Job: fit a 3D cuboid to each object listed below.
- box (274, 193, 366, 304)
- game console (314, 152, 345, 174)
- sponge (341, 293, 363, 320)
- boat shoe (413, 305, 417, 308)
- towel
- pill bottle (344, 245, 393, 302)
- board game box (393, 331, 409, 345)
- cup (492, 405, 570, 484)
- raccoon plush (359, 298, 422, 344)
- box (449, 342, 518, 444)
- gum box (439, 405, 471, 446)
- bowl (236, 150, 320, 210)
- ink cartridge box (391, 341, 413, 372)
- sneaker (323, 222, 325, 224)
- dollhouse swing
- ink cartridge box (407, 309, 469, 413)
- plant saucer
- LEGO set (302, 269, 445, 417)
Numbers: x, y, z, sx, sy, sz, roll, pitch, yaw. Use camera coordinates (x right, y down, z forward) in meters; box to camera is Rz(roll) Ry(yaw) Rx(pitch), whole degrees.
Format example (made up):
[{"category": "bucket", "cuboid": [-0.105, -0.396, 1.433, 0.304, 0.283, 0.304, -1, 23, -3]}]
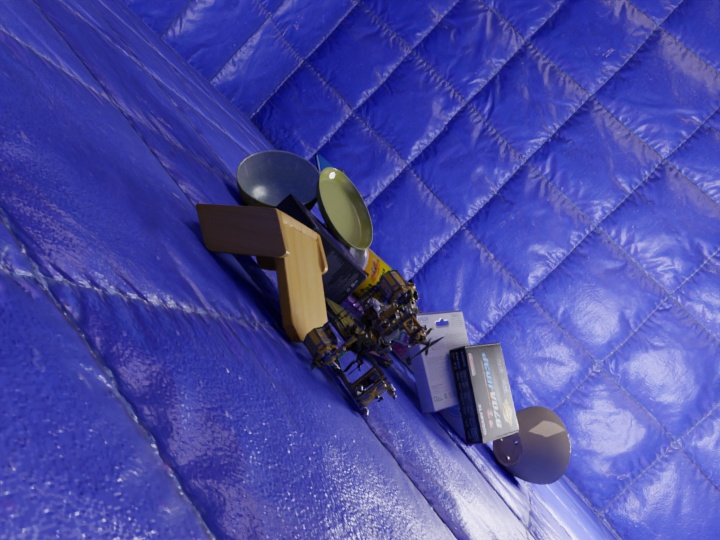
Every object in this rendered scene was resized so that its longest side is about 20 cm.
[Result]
[{"category": "box", "cuboid": [-0.100, -0.039, 1.278, 0.200, 0.104, 0.149, 43, 7, -45]}, {"category": "game console", "cuboid": [-0.083, -0.155, 1.494, 0.116, 0.171, 0.205, 4, 62, -31]}, {"category": "sponge", "cuboid": [-0.039, 0.057, 1.487, 0.111, 0.030, 0.201, 44, 7, -25]}, {"category": "boat shoe", "cuboid": [0.099, 0.090, 1.567, 0.202, 0.070, 0.062, 155, -84, -79]}, {"category": "towel", "cuboid": [-0.007, 0.130, 1.242, 0.144, 0.023, 0.200, 49, 5, 27]}, {"category": "pill bottle", "cuboid": [0.000, 0.000, 1.460, 0.199, 0.109, 0.110, 38, 9, -45]}, {"category": "board game box", "cuboid": [0.089, 0.143, 1.556, 0.131, 0.035, 0.200, 22, 7, -5]}, {"category": "cup", "cuboid": [0.433, 0.464, 1.602, 0.141, 0.204, 0.201, 10, 27, -37]}, {"category": "raccoon plush", "cuboid": [0.077, 0.093, 1.336, 0.097, 0.133, 0.201, 51, -15, 12]}, {"category": "box", "cuboid": [0.273, 0.266, 1.331, 0.157, 0.045, 0.206, 4, 72, -47]}, {"category": "gum box", "cuboid": [0.238, 0.305, 1.434, 0.200, 0.113, 0.066, 47, 5, 3]}, {"category": "bowl", "cuboid": [-0.191, -0.173, 1.395, 0.201, 0.197, 0.109, 49, -36, 28]}, {"category": "ink cartridge box", "cuboid": [0.149, 0.244, 1.589, 0.201, 0.042, 0.119, 49, 5, -5]}, {"category": "sneaker", "cuboid": [-0.095, -0.079, 1.601, 0.200, 0.075, 0.087, 44, 44, -45]}, {"category": "dollhouse swing", "cuboid": [-0.144, 0.012, 0.920, 0.176, 0.181, 0.200, 4, -5, 14]}, {"category": "ink cartridge box", "cuboid": [0.181, 0.194, 1.321, 0.197, 0.040, 0.206, 2, 74, -49]}, {"category": "plant saucer", "cuboid": [-0.041, -0.136, 1.370, 0.200, 0.031, 0.204, 42, 34, -38]}, {"category": "LEGO set", "cuboid": [0.028, 0.111, 0.847, 0.116, 0.197, 0.155, 50, -14, 31]}]
